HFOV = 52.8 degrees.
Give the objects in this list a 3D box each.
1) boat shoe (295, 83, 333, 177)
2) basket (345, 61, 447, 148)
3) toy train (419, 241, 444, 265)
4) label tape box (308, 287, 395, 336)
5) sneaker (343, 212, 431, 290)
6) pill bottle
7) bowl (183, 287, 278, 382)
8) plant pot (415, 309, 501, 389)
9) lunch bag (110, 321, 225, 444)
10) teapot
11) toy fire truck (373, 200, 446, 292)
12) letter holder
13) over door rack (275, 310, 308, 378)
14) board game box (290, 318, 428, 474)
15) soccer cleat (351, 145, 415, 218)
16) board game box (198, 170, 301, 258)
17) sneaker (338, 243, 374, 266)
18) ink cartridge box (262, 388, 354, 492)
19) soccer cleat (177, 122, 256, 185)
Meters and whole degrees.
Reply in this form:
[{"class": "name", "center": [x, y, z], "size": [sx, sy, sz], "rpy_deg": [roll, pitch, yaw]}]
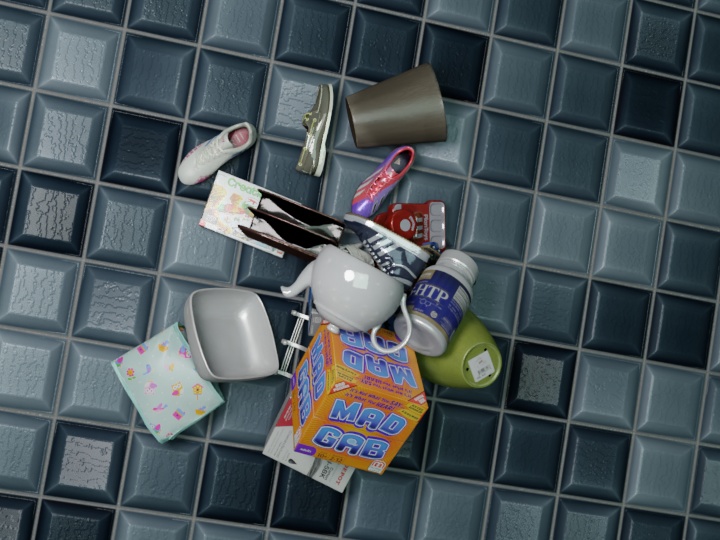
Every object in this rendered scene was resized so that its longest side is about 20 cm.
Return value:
[{"class": "boat shoe", "center": [-0.101, -0.313, 1.597], "size": [0.059, 0.072, 0.207], "rpy_deg": [9, 91, -11]}, {"class": "basket", "center": [0.074, -0.346, 1.592], "size": [0.196, 0.136, 0.184], "rpy_deg": [-15, 78, -3]}, {"class": "toy train", "center": [0.195, -0.018, 1.598], "size": [0.198, 0.034, 0.047], "rpy_deg": [28, 66, -42]}, {"class": "label tape box", "center": [-0.013, 0.085, 1.558], "size": [0.195, 0.145, 0.064], "rpy_deg": [6, 119, -8]}, {"class": "sneaker", "center": [0.036, -0.034, 1.494], "size": [0.197, 0.070, 0.110], "rpy_deg": [28, 92, 5]}, {"class": "pill bottle", "center": [0.161, 0.061, 1.478], "size": [0.119, 0.120, 0.202], "rpy_deg": [36, 61, -5]}, {"class": "bowl", "center": [-0.280, 0.142, 1.514], "size": [0.197, 0.074, 0.204], "rpy_deg": [4, 61, -48]}, {"class": "plant pot", "center": [0.214, 0.174, 1.539], "size": [0.183, 0.200, 0.192], "rpy_deg": [-3, 100, -18]}, {"class": "lunch bag", "center": [-0.397, 0.237, 1.525], "size": [0.168, 0.122, 0.202], "rpy_deg": [-31, 87, -7]}, {"class": "teapot", "center": [-0.017, 0.054, 1.382], "size": [0.196, 0.199, 0.148], "rpy_deg": [27, 90, -40]}, {"class": "toy fire truck", "center": [0.120, -0.054, 1.607], "size": [0.164, 0.112, 0.205], "rpy_deg": [-2, 90, -23]}, {"class": "letter holder", "center": [-0.141, -0.091, 1.502], "size": [0.196, 0.142, 0.102], "rpy_deg": [21, 86, 3]}, {"class": "over door rack", "center": [-0.081, 0.188, 1.591], "size": [0.196, 0.067, 0.151], "rpy_deg": [20, 87, -6]}, {"class": "board game box", "center": [-0.010, 0.244, 1.449], "size": [0.196, 0.202, 0.202], "rpy_deg": [20, 120, -20]}, {"class": "soccer cleat", "center": [0.050, -0.198, 1.612], "size": [0.068, 0.073, 0.201], "rpy_deg": [41, 84, -4]}, {"class": "board game box", "center": [-0.241, -0.122, 1.594], "size": [0.196, 0.035, 0.129], "rpy_deg": [21, 86, -6]}, {"class": "sneaker", "center": [0.000, 0.000, 1.555], "size": [0.079, 0.201, 0.076], "rpy_deg": [-9, 128, -19]}, {"class": "ink cartridge box", "center": [-0.091, 0.361, 1.562], "size": [0.197, 0.083, 0.149], "rpy_deg": [27, 100, -5]}, {"class": "soccer cleat", "center": [-0.312, -0.259, 1.563], "size": [0.198, 0.086, 0.070], "rpy_deg": [-36, 93, -6]}]
